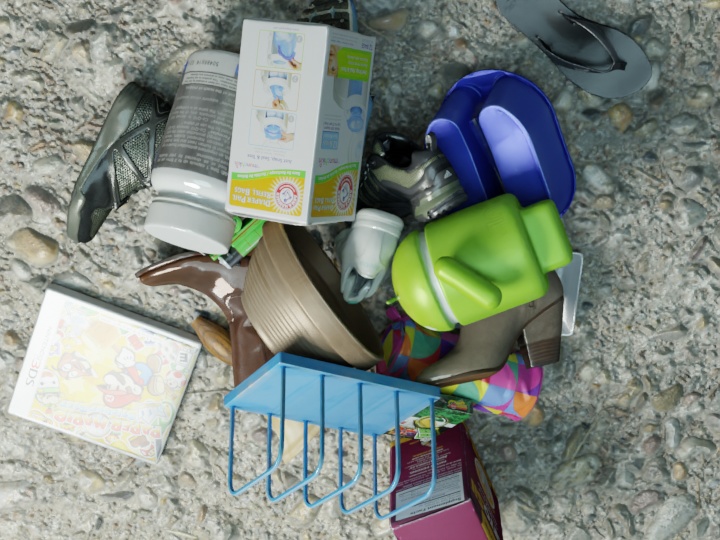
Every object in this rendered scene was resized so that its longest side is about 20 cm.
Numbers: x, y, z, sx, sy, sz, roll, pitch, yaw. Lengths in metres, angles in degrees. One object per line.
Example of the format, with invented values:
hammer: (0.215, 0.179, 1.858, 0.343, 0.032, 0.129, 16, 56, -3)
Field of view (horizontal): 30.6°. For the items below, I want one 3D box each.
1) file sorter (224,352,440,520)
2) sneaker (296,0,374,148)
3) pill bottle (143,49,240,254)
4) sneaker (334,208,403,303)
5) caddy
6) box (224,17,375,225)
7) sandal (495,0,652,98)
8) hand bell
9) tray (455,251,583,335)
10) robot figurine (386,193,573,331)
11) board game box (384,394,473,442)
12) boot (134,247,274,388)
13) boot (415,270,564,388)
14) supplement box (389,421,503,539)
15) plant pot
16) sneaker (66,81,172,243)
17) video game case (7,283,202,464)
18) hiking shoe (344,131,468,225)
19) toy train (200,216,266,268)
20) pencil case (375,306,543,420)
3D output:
file sorter: (-0.031, 0.187, 1.426, 0.199, 0.123, 0.139, 14, 149, -27)
sneaker: (-0.028, -0.206, 1.465, 0.078, 0.090, 0.201, 5, 96, 29)
pill bottle: (-0.161, -0.126, 1.427, 0.113, 0.114, 0.201, 17, 78, -5)
sneaker: (0.000, 0.000, 1.475, 0.075, 0.200, 0.089, 14, 74, 0)
caddy: (0.158, -0.123, 1.472, 0.141, 0.105, 0.201, -10, 113, 29)
box: (-0.062, -0.153, 1.371, 0.101, 0.112, 0.201, 10, 98, 26)
sandal: (0.232, -0.252, 1.450, 0.200, 0.043, 0.076, 31, 109, -10)
hand bell: (-0.128, 0.128, 1.599, 0.200, 0.104, 0.104, 43, 107, 0)
tray: (0.160, 0.019, 1.569, 0.199, 0.022, 0.108, 4, 112, 0)
robot figurine: (0.122, -0.008, 1.397, 0.199, 0.175, 0.116, -21, 94, 11)
board game box: (0.020, 0.160, 1.531, 0.199, 0.024, 0.105, 13, 147, -26)
boot: (-0.158, 0.073, 1.541, 0.185, 0.064, 0.201, -11, 90, 3)
boot: (0.141, 0.048, 1.501, 0.199, 0.070, 0.147, -10, 83, -20)
supplement box: (0.103, 0.287, 1.579, 0.103, 0.200, 0.131, -21, 111, 10)
plant pot: (-0.066, 0.041, 1.456, 0.093, 0.201, 0.201, -36, 106, 8)
sneaker: (-0.258, -0.102, 1.503, 0.114, 0.076, 0.200, 29, 104, -3)
video game case: (-0.315, 0.130, 1.623, 0.199, 0.023, 0.183, 20, 111, -7)
hiking shoe: (0.037, -0.105, 1.460, 0.200, 0.076, 0.101, -5, 106, 51)
toy train: (-0.100, -0.079, 1.504, 0.200, 0.042, 0.056, -43, 110, -2)
pencil case: (0.116, 0.113, 1.562, 0.199, 0.088, 0.089, 20, 111, -15)
